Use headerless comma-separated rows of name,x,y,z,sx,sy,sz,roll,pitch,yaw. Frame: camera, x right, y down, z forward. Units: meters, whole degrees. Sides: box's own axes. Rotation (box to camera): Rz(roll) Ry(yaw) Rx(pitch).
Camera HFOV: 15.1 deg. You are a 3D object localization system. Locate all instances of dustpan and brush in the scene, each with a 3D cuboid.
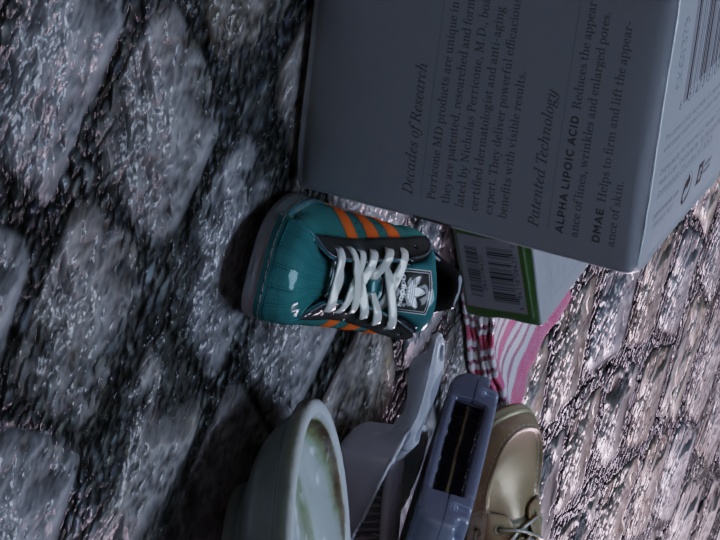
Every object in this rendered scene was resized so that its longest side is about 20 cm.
dustpan and brush,0.016,0.120,1.681,0.140,0.057,0.201,-44,146,-56

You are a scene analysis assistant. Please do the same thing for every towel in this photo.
towel,0.115,0.007,1.925,0.200,0.030,0.147,80,31,-52

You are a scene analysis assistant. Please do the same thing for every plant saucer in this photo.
plant saucer,-0.044,0.172,1.522,0.200,0.050,0.201,-1,90,-80

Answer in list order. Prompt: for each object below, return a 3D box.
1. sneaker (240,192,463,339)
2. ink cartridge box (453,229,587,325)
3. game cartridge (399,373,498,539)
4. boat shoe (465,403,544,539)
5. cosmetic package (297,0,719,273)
sneaker,0.000,0.000,1.503,0.200,0.080,0.072,-9,114,-70
ink cartridge box,0.132,-0.062,1.825,0.200,0.059,0.104,-49,139,-45
game cartridge,0.045,0.165,1.722,0.200,0.041,0.133,-70,173,-65
boat shoe,0.104,0.189,1.956,0.072,0.065,0.200,-11,124,-34
cosmetic package,0.093,-0.121,1.485,0.165,0.199,0.165,-41,141,-58
